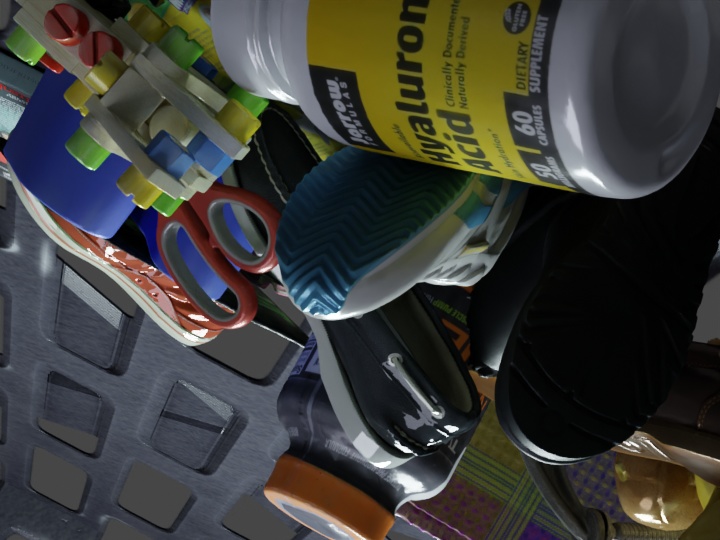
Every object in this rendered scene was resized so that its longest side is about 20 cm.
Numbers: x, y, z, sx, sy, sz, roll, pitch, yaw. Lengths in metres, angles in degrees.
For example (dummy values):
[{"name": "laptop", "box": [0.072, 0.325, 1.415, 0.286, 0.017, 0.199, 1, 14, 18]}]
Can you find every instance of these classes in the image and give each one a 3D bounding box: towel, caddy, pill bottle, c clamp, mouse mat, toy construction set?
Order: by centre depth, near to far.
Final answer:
[{"name": "pill bottle", "box": [0.038, -0.098, 0.830, 0.200, 0.111, 0.111, 14, 158, 38]}, {"name": "toy construction set", "box": [-0.119, -0.107, 0.930, 0.200, 0.092, 0.131, 58, -170, 13]}, {"name": "caddy", "box": [-0.111, -0.070, 1.114, 0.141, 0.105, 0.200, 32, -176, -23]}, {"name": "pill bottle", "box": [0.023, 0.053, 1.122, 0.106, 0.200, 0.106, 26, 165, 8]}, {"name": "c clamp", "box": [0.181, 0.134, 1.188, 0.200, 0.171, 0.027, 12, 140, -27]}, {"name": "mouse mat", "box": [-0.121, -0.016, 1.198, 0.200, 0.008, 0.161, 31, -175, -29]}, {"name": "towel", "box": [0.124, 0.126, 1.250, 0.200, 0.144, 0.023, 30, 175, -5]}]

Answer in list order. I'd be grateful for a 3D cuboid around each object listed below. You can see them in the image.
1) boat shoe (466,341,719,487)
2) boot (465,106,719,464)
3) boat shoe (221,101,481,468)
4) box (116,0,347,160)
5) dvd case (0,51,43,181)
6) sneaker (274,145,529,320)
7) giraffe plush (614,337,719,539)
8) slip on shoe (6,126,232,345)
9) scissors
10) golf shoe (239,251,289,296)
[{"name": "boat shoe", "box": [0.144, 0.058, 1.026, 0.200, 0.070, 0.070, 17, 164, 36]}, {"name": "boot", "box": [0.093, 0.015, 0.943, 0.073, 0.198, 0.162, 34, 155, -11]}, {"name": "boat shoe", "box": [-0.004, -0.002, 1.010, 0.060, 0.076, 0.200, -28, 92, 32]}, {"name": "box", "box": [-0.027, -0.102, 1.023, 0.200, 0.048, 0.117, 32, 163, -19]}, {"name": "dvd case", "box": [-0.185, -0.074, 1.374, 0.146, 0.022, 0.200, 26, 163, 4]}, {"name": "sneaker", "box": [0.029, -0.024, 0.899, 0.076, 0.200, 0.081, 8, 121, 26]}, {"name": "giraffe plush", "box": [0.204, 0.107, 1.105, 0.162, 0.200, 0.173, 36, 160, 40]}, {"name": "slip on shoe", "box": [-0.149, -0.030, 1.324, 0.061, 0.074, 0.200, -32, 119, 29]}, {"name": "scissors", "box": [-0.107, -0.060, 1.008, 0.200, 0.014, 0.073, 50, 126, 13]}, {"name": "golf shoe", "box": [0.000, 0.000, 1.218, 0.200, 0.073, 0.092, 22, 165, 14]}]
